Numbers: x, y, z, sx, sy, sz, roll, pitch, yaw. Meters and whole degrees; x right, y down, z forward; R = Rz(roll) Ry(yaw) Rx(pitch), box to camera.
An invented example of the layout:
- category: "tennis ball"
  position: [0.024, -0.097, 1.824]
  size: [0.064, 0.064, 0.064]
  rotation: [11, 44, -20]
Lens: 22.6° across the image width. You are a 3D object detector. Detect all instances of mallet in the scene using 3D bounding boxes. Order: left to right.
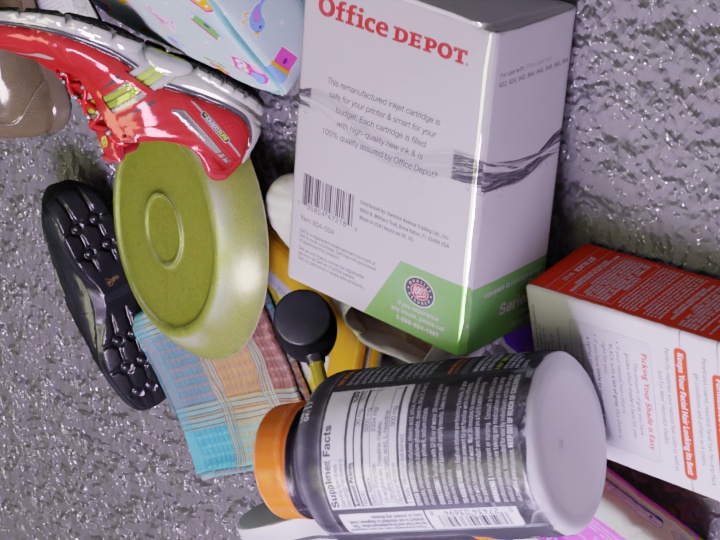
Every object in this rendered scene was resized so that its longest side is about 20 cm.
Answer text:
- category: "mallet"
  position: [-0.016, 0.107, 1.151]
  size: [0.066, 0.041, 0.201]
  rotation: [76, 178, -68]

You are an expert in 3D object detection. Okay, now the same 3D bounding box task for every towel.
- category: "towel"
  position: [-0.101, 0.083, 1.358]
  size: [0.200, 0.022, 0.147]
  rotation: [-19, 96, 58]

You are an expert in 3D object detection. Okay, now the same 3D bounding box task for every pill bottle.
- category: "pill bottle"
  position: [0.035, 0.107, 1.058]
  size: [0.199, 0.106, 0.107]
  rotation: [-7, 112, 32]

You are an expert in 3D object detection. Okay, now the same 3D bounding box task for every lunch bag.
- category: "lunch bag"
  position: [-0.117, -0.195, 1.144]
  size: [0.199, 0.077, 0.160]
  rotation: [30, 171, 36]

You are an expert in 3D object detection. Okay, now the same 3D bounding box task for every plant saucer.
- category: "plant saucer"
  position: [-0.132, -0.031, 1.306]
  size: [0.200, 0.031, 0.201]
  rotation: [23, 118, 51]

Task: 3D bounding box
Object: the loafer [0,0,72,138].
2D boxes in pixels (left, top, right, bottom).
- category: "loafer"
  position: [-0.273, -0.184, 1.296]
  size: [0.076, 0.067, 0.201]
  rotation: [-6, 112, 51]

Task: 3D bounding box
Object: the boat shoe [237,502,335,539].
- category: "boat shoe"
  position: [-0.006, 0.198, 1.334]
  size: [0.199, 0.072, 0.068]
  rotation: [-16, 105, 38]

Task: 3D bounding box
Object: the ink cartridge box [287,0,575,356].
- category: "ink cartridge box"
  position: [0.038, -0.074, 1.061]
  size: [0.145, 0.084, 0.201]
  rotation: [25, 122, 35]

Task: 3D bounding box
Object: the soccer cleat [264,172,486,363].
- category: "soccer cleat"
  position: [0.000, 0.000, 1.192]
  size: [0.200, 0.077, 0.070]
  rotation: [36, 139, 27]

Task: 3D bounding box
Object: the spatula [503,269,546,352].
- category: "spatula"
  position: [0.121, 0.085, 1.160]
  size: [0.056, 0.020, 0.201]
  rotation: [28, 138, 52]

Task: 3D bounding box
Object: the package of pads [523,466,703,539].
- category: "package of pads"
  position: [0.107, 0.211, 1.136]
  size: [0.154, 0.068, 0.201]
  rotation: [36, 104, 7]

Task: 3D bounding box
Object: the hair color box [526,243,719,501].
- category: "hair color box"
  position: [0.195, 0.065, 1.028]
  size: [0.199, 0.064, 0.112]
  rotation: [19, 130, 42]

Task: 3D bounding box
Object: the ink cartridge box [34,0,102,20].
- category: "ink cartridge box"
  position: [-0.231, -0.249, 1.300]
  size: [0.109, 0.050, 0.201]
  rotation: [-11, 108, 52]

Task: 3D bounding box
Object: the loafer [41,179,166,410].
- category: "loafer"
  position: [-0.205, 0.018, 1.460]
  size: [0.070, 0.068, 0.202]
  rotation: [25, 139, 62]

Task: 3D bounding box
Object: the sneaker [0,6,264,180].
- category: "sneaker"
  position: [-0.163, -0.116, 1.195]
  size: [0.199, 0.085, 0.077]
  rotation: [22, -174, -8]

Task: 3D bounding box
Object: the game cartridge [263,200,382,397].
- category: "game cartridge"
  position: [-0.063, 0.042, 1.319]
  size: [0.200, 0.032, 0.177]
  rotation: [41, 141, 30]
